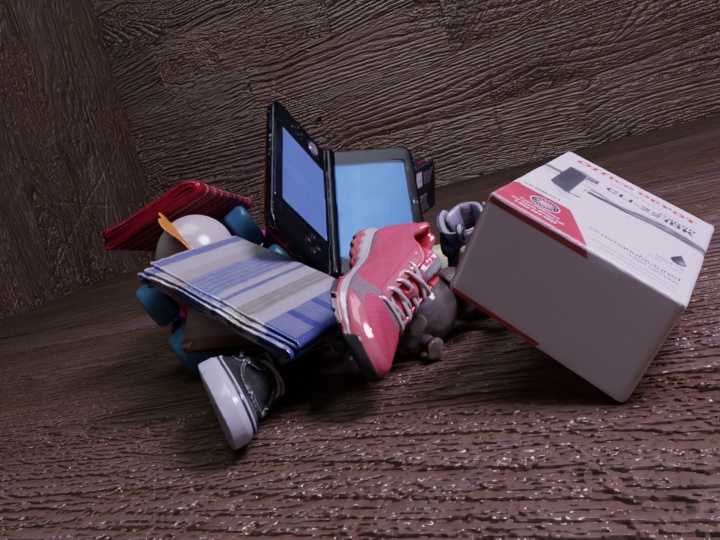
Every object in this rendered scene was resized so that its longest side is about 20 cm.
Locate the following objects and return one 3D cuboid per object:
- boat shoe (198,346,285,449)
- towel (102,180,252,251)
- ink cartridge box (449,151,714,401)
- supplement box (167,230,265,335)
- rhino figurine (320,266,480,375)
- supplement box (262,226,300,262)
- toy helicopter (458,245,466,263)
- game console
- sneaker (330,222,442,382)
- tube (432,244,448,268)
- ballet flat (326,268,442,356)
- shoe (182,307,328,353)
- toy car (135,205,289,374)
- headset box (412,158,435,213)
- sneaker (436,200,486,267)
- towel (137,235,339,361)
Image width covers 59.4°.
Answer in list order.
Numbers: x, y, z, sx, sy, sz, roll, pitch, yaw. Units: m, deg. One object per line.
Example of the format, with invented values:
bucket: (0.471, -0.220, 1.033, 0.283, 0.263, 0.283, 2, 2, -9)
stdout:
boat shoe: (-0.103, 0.099, 0.574, 0.069, 0.074, 0.200, -22, 8, -12)
towel: (-0.231, -0.068, 0.827, 0.142, 0.023, 0.200, -29, -4, 8)
ink cartridge box: (0.181, -0.011, 0.494, 0.143, 0.085, 0.199, 33, 32, 21)
supplement box: (-0.240, 0.023, 1.074, 0.196, 0.106, 0.101, -19, -15, -26)
rhino figurine: (0.046, 0.055, 0.620, 0.196, 0.061, 0.087, -27, 18, -19)
supplement box: (-0.069, -0.043, 0.884, 0.085, 0.110, 0.202, -38, -18, -38)
toy helicopter: (0.195, -0.015, 0.654, 0.194, 0.081, 0.132, -6, 18, -20)
game console: (-0.018, -0.101, 0.729, 0.116, 0.172, 0.204, -24, 48, 22)
sneaker: (0.030, 0.010, 0.559, 0.085, 0.075, 0.202, -19, 29, 19)
tube: (0.179, -0.022, 0.893, 0.194, 0.053, 0.059, -10, 43, 14)
ballet flat: (0.030, 0.031, 0.718, 0.064, 0.077, 0.198, 38, 40, 25)
shoe: (-0.102, 0.059, 0.680, 0.069, 0.055, 0.197, -20, -18, 38)
toy car: (-0.197, -0.015, 0.766, 0.183, 0.202, 0.177, -40, 60, -12)
headset box: (0.001, -0.124, 0.972, 0.194, 0.080, 0.148, 5, 21, 25)
sneaker: (0.143, -0.028, 0.763, 0.073, 0.117, 0.200, -12, 10, 18)
towel: (-0.099, 0.019, 0.620, 0.196, 0.024, 0.146, 22, 27, 25)
